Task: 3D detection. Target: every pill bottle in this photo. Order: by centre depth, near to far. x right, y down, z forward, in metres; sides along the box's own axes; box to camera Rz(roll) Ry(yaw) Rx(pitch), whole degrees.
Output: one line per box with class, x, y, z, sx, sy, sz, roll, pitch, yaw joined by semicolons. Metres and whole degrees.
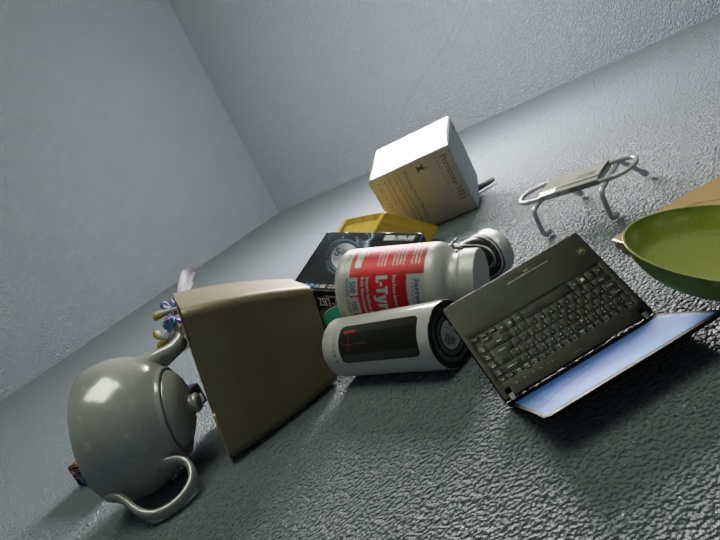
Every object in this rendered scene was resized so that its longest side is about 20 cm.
pill bottle;0.073;0.020;0.920;0.197;0.114;0.112;-5;22;26

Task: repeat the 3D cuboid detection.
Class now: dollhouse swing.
dollhouse swing;0.033;-0.018;1.381;0.179;0.179;0.199;12;-6;-25

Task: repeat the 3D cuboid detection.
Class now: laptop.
laptop;0.192;0.040;0.629;0.175;0.104;0.201;-28;50;-5

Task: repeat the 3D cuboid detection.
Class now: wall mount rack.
wall mount rack;0.356;-0.125;1.036;0.198;0.075;0.174;-15;22;46

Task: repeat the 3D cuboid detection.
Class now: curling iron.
curling iron;0.230;-0.176;1.588;0.198;0.026;0.050;-29;23;2

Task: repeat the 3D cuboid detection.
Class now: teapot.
teapot;-0.279;0.201;0.878;0.144;0.203;0.197;-17;1;0

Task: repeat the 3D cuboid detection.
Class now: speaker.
speaker;0.040;0.089;0.836;0.198;0.082;0.081;-13;19;48

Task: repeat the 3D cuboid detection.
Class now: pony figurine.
pony figurine;-0.450;0.109;1.726;0.198;0.166;0.196;-14;50;37

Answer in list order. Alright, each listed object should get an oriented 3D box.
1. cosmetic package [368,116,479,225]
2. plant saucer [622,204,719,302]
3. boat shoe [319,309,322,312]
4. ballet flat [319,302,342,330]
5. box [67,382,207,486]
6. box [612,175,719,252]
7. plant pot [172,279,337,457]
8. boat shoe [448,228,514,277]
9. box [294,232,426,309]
cosmetic package;0.146;-0.210;1.512;0.198;0.168;0.167;-22;28;22
plant saucer;0.338;-0.015;0.593;0.196;0.032;0.201;-6;21;2
boat shoe;-0.015;0.037;1.209;0.198;0.072;0.061;-17;54;1
ballet flat;-0.049;0.092;1.059;0.198;0.069;0.068;-25;4;15
box;-0.364;0.268;1.098;0.135;0.038;0.200;-19;15;35
box;0.402;-0.054;0.752;0.162;0.021;0.200;-29;13;1
plant pot;-0.146;0.108;0.939;0.175;0.203;0.199;-20;10;-17
boat shoe;0.153;-0.013;1.005;0.067;0.075;0.199;-28;11;-22
box;0.000;0.000;1.141;0.197;0.044;0.161;3;42;29
